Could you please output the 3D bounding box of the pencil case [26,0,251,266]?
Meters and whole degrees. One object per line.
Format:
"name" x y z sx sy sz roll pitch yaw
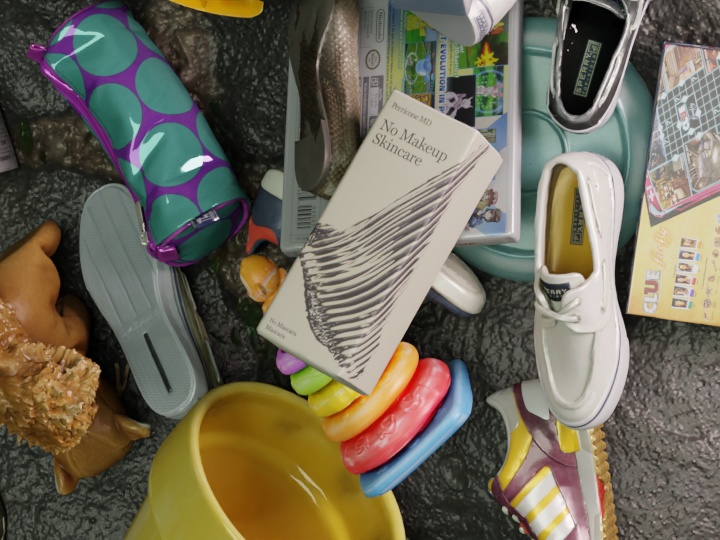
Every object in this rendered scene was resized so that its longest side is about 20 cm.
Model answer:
"pencil case" -0.168 -0.105 1.695 0.092 0.085 0.201 -28 78 -24

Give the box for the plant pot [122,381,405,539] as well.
"plant pot" -0.098 0.219 1.685 0.201 0.201 0.189 47 120 5

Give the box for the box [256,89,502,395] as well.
"box" 0.014 -0.019 1.570 0.082 0.068 0.201 26 85 25

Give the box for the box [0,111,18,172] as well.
"box" -0.393 -0.095 1.753 0.199 0.112 0.102 -17 94 17

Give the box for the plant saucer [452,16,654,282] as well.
"plant saucer" 0.127 -0.089 1.661 0.199 0.027 0.202 2 97 14

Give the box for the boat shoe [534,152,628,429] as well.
"boat shoe" 0.152 0.014 1.595 0.070 0.070 0.202 4 92 32

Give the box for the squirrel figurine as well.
"squirrel figurine" -0.251 0.088 1.701 0.141 0.200 0.187 -32 102 7

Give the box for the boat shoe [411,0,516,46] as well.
"boat shoe" 0.037 -0.246 1.640 0.070 0.071 0.200 -41 60 -20

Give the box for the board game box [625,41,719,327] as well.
"board game box" 0.273 -0.059 1.613 0.134 0.035 0.202 9 99 5

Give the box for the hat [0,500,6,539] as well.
"hat" -0.394 0.209 1.811 0.199 0.081 0.202 2 97 14

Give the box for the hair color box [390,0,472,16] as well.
"hair color box" 0.062 -0.293 1.566 0.060 0.099 0.201 8 66 15

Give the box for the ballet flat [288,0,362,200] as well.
"ballet flat" -0.019 -0.146 1.636 0.067 0.046 0.201 -32 53 51

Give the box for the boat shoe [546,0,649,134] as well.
"boat shoe" 0.173 -0.200 1.597 0.073 0.068 0.201 18 88 8

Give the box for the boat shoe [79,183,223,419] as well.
"boat shoe" -0.165 0.028 1.733 0.072 0.062 0.201 -26 72 17

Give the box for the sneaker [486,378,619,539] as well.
"sneaker" 0.144 0.182 1.672 0.089 0.075 0.202 -6 87 15

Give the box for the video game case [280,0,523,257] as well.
"video game case" 0.031 -0.112 1.642 0.181 0.022 0.202 -3 72 18

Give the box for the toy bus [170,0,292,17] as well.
"toy bus" -0.081 -0.313 1.608 0.200 0.135 0.193 -39 46 42

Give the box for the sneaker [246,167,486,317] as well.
"sneaker" 0.000 0.000 1.685 0.199 0.075 0.085 30 103 19

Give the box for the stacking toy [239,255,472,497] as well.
"stacking toy" -0.019 0.063 1.649 0.110 0.116 0.200 -42 103 16
